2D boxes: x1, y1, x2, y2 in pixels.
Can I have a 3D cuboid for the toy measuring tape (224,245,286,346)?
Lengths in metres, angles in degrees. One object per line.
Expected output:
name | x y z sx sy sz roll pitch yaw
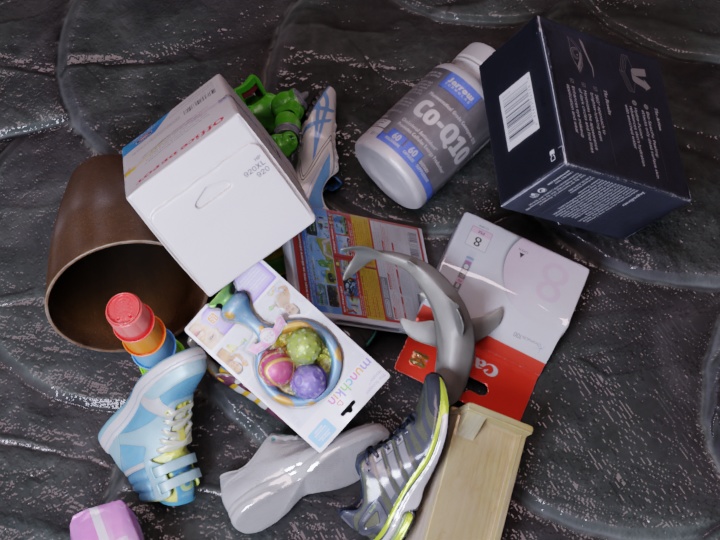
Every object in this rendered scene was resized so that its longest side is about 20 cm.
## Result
toy measuring tape | -0.107 0.002 1.422 0.073 0.074 0.200 0 54 7

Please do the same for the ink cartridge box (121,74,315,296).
ink cartridge box | -0.158 -0.097 1.365 0.147 0.145 0.200 -36 23 4

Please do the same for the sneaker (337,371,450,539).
sneaker | 0.040 0.201 1.353 0.081 0.074 0.200 22 88 -2

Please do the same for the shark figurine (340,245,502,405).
shark figurine | 0.080 0.035 1.378 0.128 0.090 0.215 -36 92 -5

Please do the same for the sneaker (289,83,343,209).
sneaker | -0.053 -0.143 1.570 0.072 0.072 0.200 18 61 -15

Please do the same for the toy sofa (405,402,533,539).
toy sofa | 0.113 0.252 1.360 0.083 0.098 0.200 22 67 -10

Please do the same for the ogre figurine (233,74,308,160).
ogre figurine | -0.138 -0.175 1.562 0.098 0.200 0.120 42 56 -16

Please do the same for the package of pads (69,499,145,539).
package of pads | -0.242 0.354 1.324 0.076 0.121 0.200 -22 64 -10

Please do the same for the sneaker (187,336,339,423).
sneaker | -0.110 0.120 1.408 0.200 0.090 0.075 20 84 34

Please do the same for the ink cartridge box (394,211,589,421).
ink cartridge box | 0.152 0.053 1.437 0.162 0.057 0.200 25 65 1

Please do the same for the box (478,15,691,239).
box | 0.258 -0.161 1.455 0.200 0.117 0.197 12 59 -31

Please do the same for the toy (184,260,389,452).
toy | -0.081 0.089 1.336 0.200 0.047 0.115 42 93 3

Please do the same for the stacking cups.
stacking cups | -0.239 0.076 1.409 0.060 0.200 0.061 -4 63 7

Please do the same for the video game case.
video game case | 0.000 0.000 1.448 0.200 0.017 0.143 10 58 -34

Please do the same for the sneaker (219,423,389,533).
sneaker | -0.067 0.209 1.404 0.200 0.075 0.089 -26 46 -8

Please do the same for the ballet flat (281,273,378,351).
ballet flat | -0.056 0.033 1.482 0.068 0.068 0.200 -36 60 -27

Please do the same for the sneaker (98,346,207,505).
sneaker | -0.202 0.181 1.386 0.079 0.200 0.131 -15 64 -46

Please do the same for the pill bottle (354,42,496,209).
pill bottle | 0.100 -0.180 1.536 0.114 0.114 0.200 40 76 22

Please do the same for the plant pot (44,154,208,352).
plant pot | -0.291 -0.038 1.498 0.187 0.187 0.200 -18 49 -2
